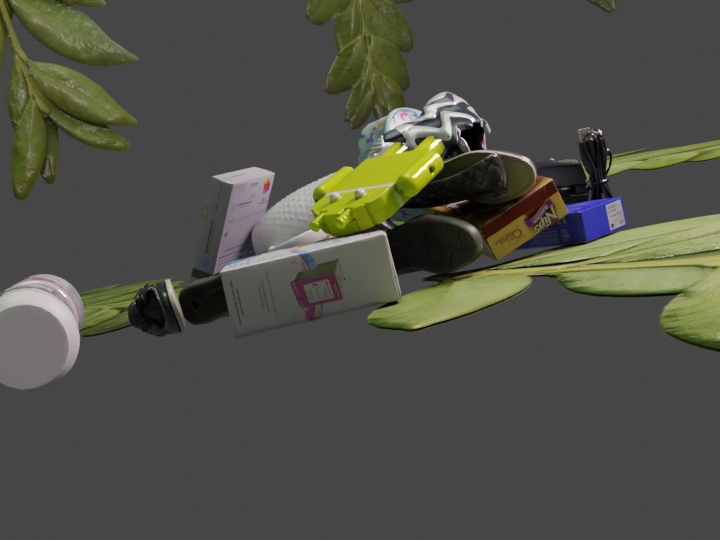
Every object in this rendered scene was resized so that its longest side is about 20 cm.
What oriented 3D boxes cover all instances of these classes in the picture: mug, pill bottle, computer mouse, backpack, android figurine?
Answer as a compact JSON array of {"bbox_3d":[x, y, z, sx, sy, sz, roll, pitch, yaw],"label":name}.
[{"bbox_3d":[-0.071,-0.050,1.652,0.175,0.148,0.200,-22,5,12],"label":"mug"},{"bbox_3d":[-0.382,0.077,1.280,0.116,0.117,0.200,-15,7,-14],"label":"pill bottle"},{"bbox_3d":[-0.449,0.064,1.573,0.113,0.114,0.200,-14,5,-10],"label":"pill bottle"},{"bbox_3d":[0.271,-0.120,1.573,0.053,0.139,0.200,-17,7,-32],"label":"computer mouse"},{"bbox_3d":[0.097,-0.159,1.707,0.199,0.178,0.150,8,-19,-35],"label":"backpack"},{"bbox_3d":[0.016,-0.104,1.384,0.182,0.041,0.200,-3,31,48],"label":"android figurine"}]

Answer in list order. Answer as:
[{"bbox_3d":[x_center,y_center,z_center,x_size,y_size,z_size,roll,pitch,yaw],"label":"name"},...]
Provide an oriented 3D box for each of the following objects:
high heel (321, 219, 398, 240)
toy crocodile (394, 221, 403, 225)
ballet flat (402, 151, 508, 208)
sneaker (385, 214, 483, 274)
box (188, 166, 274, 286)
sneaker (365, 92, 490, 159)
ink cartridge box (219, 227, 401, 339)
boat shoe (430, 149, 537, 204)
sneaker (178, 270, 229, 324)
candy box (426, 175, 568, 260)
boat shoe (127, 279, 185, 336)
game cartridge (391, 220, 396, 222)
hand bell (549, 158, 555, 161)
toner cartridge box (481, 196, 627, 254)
[{"bbox_3d":[0.000,0.000,1.535,0.071,0.142,0.200,-25,28,53],"label":"high heel"},{"bbox_3d":[0.055,-0.053,1.851,0.199,0.062,0.067,-12,-34,31],"label":"toy crocodile"},{"bbox_3d":[0.099,-0.109,1.411,0.199,0.057,0.066,-5,4,34],"label":"ballet flat"},{"bbox_3d":[0.094,-0.039,1.436,0.114,0.077,0.199,-27,8,-42],"label":"sneaker"},{"bbox_3d":[-0.194,-0.048,1.670,0.041,0.201,0.156,19,16,14],"label":"box"},{"bbox_3d":[0.099,-0.156,1.555,0.199,0.080,0.130,-38,40,-12],"label":"sneaker"},{"bbox_3d":[-0.058,0.011,1.335,0.199,0.085,0.145,-12,6,-2],"label":"ink cartridge box"},{"bbox_3d":[0.146,-0.126,1.443,0.199,0.073,0.063,-6,23,40],"label":"boat shoe"},{"bbox_3d":[-0.140,0.018,1.497,0.199,0.077,0.114,-16,10,36],"label":"sneaker"},{"bbox_3d":[0.176,-0.082,1.487,0.116,0.057,0.200,-33,18,-9],"label":"candy box"},{"bbox_3d":[-0.274,0.054,1.470,0.066,0.075,0.199,-17,6,-14],"label":"boat shoe"},{"bbox_3d":[0.028,-0.068,1.980,0.199,0.041,0.133,-11,-6,-10],"label":"game cartridge"},{"bbox_3d":[0.223,-0.081,1.706,0.199,0.104,0.104,-25,5,6],"label":"hand bell"},{"bbox_3d":[0.251,-0.059,1.514,0.095,0.043,0.200,-18,7,-39],"label":"toner cartridge box"}]
